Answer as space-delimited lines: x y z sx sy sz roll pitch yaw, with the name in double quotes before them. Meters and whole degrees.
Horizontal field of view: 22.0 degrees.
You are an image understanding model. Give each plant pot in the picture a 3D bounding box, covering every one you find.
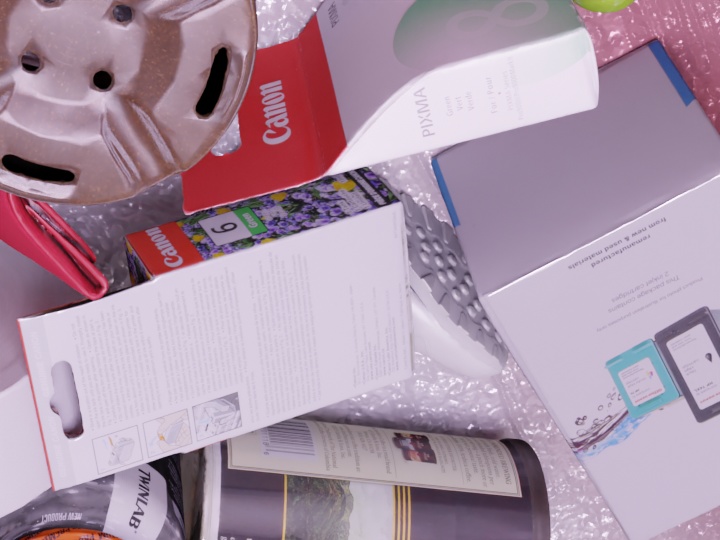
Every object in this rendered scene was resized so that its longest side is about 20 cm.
"plant pot" -0.130 -0.140 0.833 0.200 0.198 0.201 -4 119 -7

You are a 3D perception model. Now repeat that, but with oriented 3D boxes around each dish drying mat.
"dish drying mat" -0.188 -0.040 0.904 0.018 0.200 0.077 -48 125 -11

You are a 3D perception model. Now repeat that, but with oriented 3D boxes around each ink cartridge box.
"ink cartridge box" -0.073 0.028 0.929 0.200 0.050 0.109 -17 124 -18
"ink cartridge box" 0.156 0.014 1.012 0.146 0.147 0.200 -28 123 8
"ink cartridge box" 0.003 -0.107 0.902 0.200 0.161 0.050 -13 121 0

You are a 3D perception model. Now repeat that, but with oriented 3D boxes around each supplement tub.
"supplement tub" -0.157 0.123 1.002 0.122 0.200 0.123 -4 123 -7

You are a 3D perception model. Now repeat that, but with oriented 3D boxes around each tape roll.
"tape roll" -0.233 0.052 0.944 0.202 0.203 0.071 -8 122 -4

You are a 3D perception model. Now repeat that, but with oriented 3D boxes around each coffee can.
"coffee can" -0.006 0.162 1.083 0.200 0.146 0.147 7 121 -12

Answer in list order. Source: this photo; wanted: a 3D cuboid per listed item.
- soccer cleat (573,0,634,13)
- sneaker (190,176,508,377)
"soccer cleat" 0.149 -0.223 0.912 0.067 0.081 0.200 25 98 11
"sneaker" 0.000 0.000 1.031 0.200 0.076 0.080 40 117 -20
